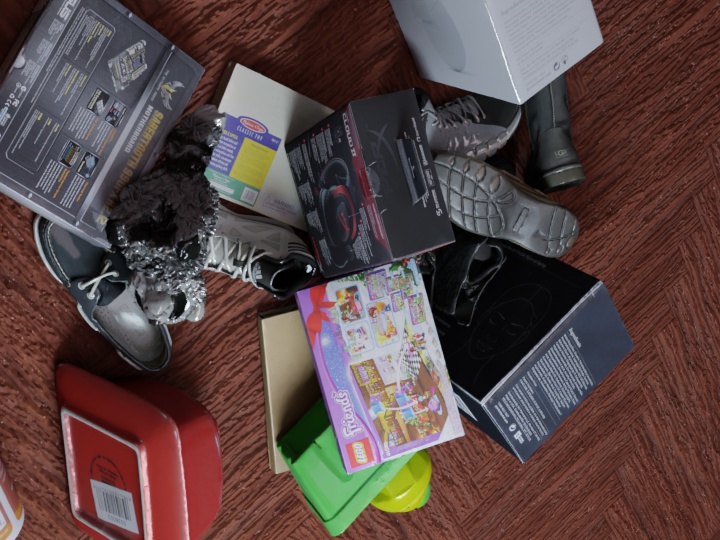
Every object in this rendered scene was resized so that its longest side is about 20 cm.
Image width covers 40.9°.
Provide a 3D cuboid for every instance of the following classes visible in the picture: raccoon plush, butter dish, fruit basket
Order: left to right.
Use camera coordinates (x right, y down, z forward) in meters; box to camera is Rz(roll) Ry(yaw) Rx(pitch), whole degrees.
[{"bbox_3d":[-0.207,0.191,1.000,0.147,0.198,0.203,-22,119,-48],"label":"butter dish"},{"bbox_3d":[-0.161,-0.040,0.931,0.201,0.096,0.135,-57,162,-28],"label":"raccoon plush"},{"bbox_3d":[0.026,0.222,1.131,0.212,0.155,0.220,-1,95,-17],"label":"fruit basket"}]

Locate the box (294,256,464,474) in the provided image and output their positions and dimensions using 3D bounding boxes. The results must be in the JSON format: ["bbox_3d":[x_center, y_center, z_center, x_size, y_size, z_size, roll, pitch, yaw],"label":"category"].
[{"bbox_3d":[0.020,0.099,1.033,0.135,0.039,0.203,-16,93,-9],"label":"box"}]

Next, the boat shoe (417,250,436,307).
[{"bbox_3d":[0.063,-0.005,1.127,0.068,0.056,0.204,4,94,-33],"label":"boat shoe"}]

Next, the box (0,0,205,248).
[{"bbox_3d":[-0.256,-0.147,0.888,0.158,0.048,0.202,33,77,-35],"label":"box"}]

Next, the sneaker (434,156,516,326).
[{"bbox_3d":[0.145,-0.039,1.149,0.060,0.104,0.201,38,87,-34],"label":"sneaker"}]

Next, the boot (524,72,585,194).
[{"bbox_3d":[0.214,-0.195,1.144,0.071,0.182,0.203,-15,88,-5],"label":"boot"}]

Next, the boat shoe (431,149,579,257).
[{"bbox_3d":[0.152,-0.077,1.087,0.198,0.074,0.076,26,107,-19],"label":"boat shoe"}]

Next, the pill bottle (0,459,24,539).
[{"bbox_3d":[-0.402,0.177,0.903,0.111,0.112,0.203,-24,117,-20],"label":"pill bottle"}]

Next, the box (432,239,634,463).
[{"bbox_3d":[0.179,0.083,1.155,0.196,0.200,0.124,-44,125,-9],"label":"box"}]

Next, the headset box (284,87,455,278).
[{"bbox_3d":[0.008,-0.080,0.943,0.074,0.199,0.151,-16,90,-24],"label":"headset box"}]

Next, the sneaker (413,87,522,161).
[{"bbox_3d":[0.098,-0.170,1.078,0.199,0.075,0.116,-39,140,-12],"label":"sneaker"}]

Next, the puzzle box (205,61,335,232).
[{"bbox_3d":[-0.080,-0.123,1.036,0.198,0.025,0.135,21,96,-34],"label":"puzzle box"}]

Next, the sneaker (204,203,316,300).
[{"bbox_3d":[-0.132,-0.024,0.986,0.198,0.115,0.077,6,104,-31],"label":"sneaker"}]

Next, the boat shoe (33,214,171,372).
[{"bbox_3d":[-0.250,0.019,0.965,0.075,0.060,0.201,-41,122,-9],"label":"boat shoe"}]

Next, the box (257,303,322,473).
[{"bbox_3d":[-0.041,0.128,1.149,0.161,0.021,0.203,-14,114,-26],"label":"box"}]

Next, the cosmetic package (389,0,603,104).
[{"bbox_3d":[0.117,-0.302,0.983,0.122,0.199,0.202,-37,122,-13],"label":"cosmetic package"}]
